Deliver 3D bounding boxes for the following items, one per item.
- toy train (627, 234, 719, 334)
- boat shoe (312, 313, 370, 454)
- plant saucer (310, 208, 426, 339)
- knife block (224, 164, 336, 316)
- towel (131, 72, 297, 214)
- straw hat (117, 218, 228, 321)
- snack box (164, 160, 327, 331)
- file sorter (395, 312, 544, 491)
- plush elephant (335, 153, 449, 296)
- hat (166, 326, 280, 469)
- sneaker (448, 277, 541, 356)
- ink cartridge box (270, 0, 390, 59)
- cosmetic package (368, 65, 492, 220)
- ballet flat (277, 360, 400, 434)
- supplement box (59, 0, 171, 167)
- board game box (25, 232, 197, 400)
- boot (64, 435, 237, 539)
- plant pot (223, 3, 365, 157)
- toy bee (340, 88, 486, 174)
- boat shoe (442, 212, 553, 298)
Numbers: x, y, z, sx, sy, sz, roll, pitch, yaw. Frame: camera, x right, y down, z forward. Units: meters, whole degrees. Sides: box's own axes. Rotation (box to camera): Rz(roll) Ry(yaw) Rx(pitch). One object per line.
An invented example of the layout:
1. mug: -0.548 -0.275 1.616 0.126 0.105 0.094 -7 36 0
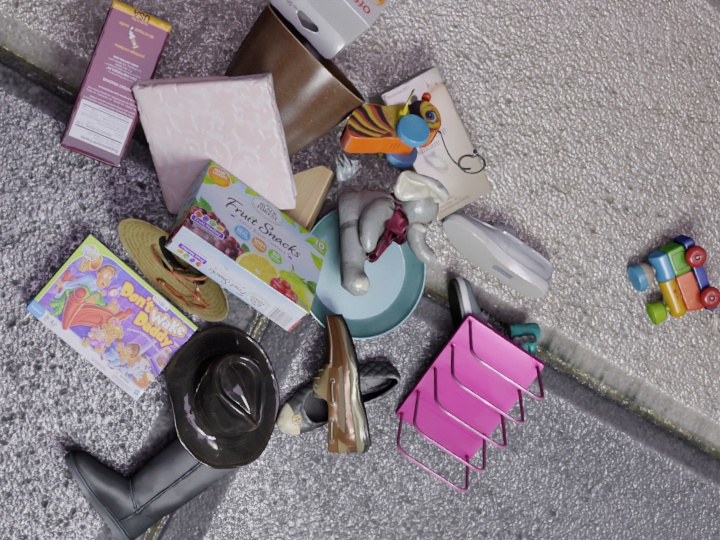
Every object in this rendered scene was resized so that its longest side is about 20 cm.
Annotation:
1. toy train: 0.513 0.056 1.718 0.114 0.085 0.203 -23 101 -1
2. boat shoe: -0.035 0.165 1.538 0.073 0.076 0.204 -10 84 1
3. plant saucer: 0.000 0.000 1.592 0.196 0.036 0.204 -1 95 -15
4. knife block: -0.108 -0.037 1.520 0.197 0.064 0.178 -19 90 4
5. towel: -0.189 -0.165 1.414 0.188 0.032 0.202 -2 127 11
6. straw hat: -0.232 -0.028 1.467 0.201 0.200 0.085 45 63 -14
7. snack box: -0.144 -0.032 1.399 0.199 0.143 0.053 36 126 -19
8. file sorter: 0.158 0.199 1.561 0.138 0.126 0.201 32 111 -7
9. plush elephant: 0.045 -0.064 1.494 0.152 0.165 0.204 -3 84 -2
10. hat: -0.174 0.176 1.508 0.198 0.080 0.204 9 75 -37
11. sneaker: 0.212 0.091 1.631 0.119 0.084 0.203 -20 108 -8
12. ink cartridge box: -0.021 -0.403 1.474 0.128 0.125 0.201 41 63 -16
13. cosmetic package: 0.104 -0.188 1.585 0.103 0.073 0.202 -29 103 -10
14. ballet flat: -0.033 0.186 1.589 0.198 0.057 0.067 -25 100 -12
15. supplement box: -0.330 -0.247 1.441 0.085 0.110 0.203 20 90 -15
16. board game box: -0.346 0.064 1.499 0.200 0.045 0.135 42 84 -15
17. boot: -0.294 0.271 1.520 0.199 0.066 0.166 -34 110 -7
18. plant pot: -0.126 -0.227 1.476 0.187 0.187 0.200 43 100 -14
19. toy bee: 0.066 -0.198 1.490 0.198 0.130 0.110 21 52 -33
20. boat shoe: 0.215 -0.038 1.635 0.198 0.072 0.069 32 65 -9
